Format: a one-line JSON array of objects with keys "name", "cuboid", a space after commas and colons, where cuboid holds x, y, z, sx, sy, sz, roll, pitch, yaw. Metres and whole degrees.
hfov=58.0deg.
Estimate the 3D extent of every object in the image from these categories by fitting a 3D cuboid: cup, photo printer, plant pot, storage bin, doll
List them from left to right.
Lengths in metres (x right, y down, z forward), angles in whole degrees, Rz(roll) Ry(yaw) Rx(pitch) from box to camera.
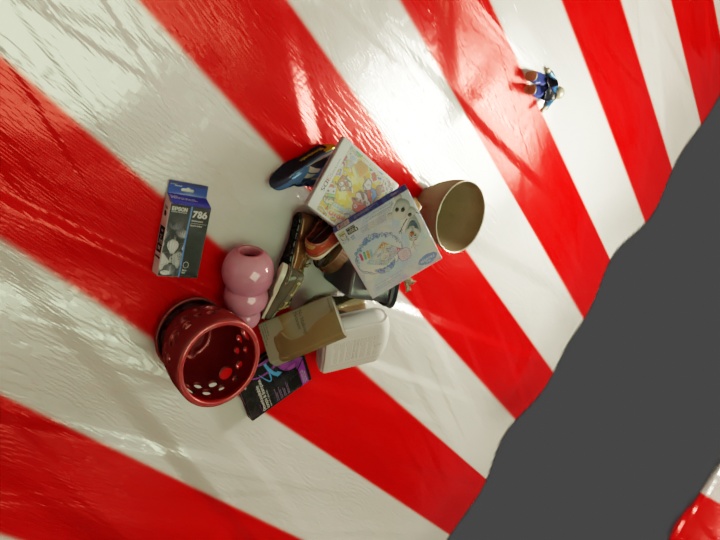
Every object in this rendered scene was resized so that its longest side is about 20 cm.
[{"name": "plant pot", "cuboid": [-0.348, 0.172, 1.440, 0.197, 0.181, 0.206, -16, 116, -35]}, {"name": "photo printer", "cuboid": [-0.016, 0.182, 1.724, 0.195, 0.070, 0.170, -11, 134, -20]}, {"name": "storage bin", "cuboid": [0.000, 0.000, 1.672, 0.131, 0.199, 0.150, 4, 106, -31]}, {"name": "cup", "cuboid": [0.235, -0.168, 1.831, 0.197, 0.142, 0.206, -17, 118, -35]}, {"name": "doll", "cuboid": [0.579, -0.566, 2.032, 0.197, 0.048, 0.141, -5, 101, -46]}]

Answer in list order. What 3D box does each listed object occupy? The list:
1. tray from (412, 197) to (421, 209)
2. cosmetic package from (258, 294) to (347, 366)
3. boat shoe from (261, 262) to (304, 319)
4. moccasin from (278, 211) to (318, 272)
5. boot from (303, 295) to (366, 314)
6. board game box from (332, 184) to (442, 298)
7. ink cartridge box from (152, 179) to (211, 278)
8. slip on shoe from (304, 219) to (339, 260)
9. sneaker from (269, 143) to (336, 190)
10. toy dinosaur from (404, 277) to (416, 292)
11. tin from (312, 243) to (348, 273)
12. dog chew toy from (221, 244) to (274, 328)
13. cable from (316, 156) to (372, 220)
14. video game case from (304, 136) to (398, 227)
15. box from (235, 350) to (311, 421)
[{"name": "tray", "cuboid": [0.057, -0.124, 1.643, 0.037, 0.197, 0.099, 51, 57, -24]}, {"name": "cosmetic package", "cuboid": [-0.141, 0.148, 1.598, 0.195, 0.108, 0.071, -24, 164, 1]}, {"name": "boat shoe", "cuboid": [-0.189, 0.060, 1.548, 0.059, 0.074, 0.203, 17, 139, -13]}, {"name": "moccasin", "cuboid": [-0.152, -0.040, 1.605, 0.076, 0.073, 0.207, 15, 88, -34]}, {"name": "boot", "cuboid": [-0.071, 0.150, 1.746, 0.195, 0.072, 0.171, -11, 121, -28]}, {"name": "board game box", "cuboid": [0.065, -0.065, 1.528, 0.196, 0.044, 0.202, -29, 116, 5]}, {"name": "ink cartridge box", "cuboid": [-0.384, -0.087, 1.405, 0.098, 0.039, 0.206, 4, 104, -40]}, {"name": "slip on shoe", "cuboid": [-0.059, -0.112, 1.565, 0.200, 0.074, 0.062, -45, 150, -15]}, {"name": "sneaker", "cuboid": [-0.127, -0.229, 1.546, 0.197, 0.073, 0.084, -32, 127, -26]}, {"name": "toy dinosaur", "cuboid": [0.080, -0.004, 1.738, 0.084, 0.138, 0.201, -16, 157, -17]}, {"name": "tin", "cuboid": [-0.045, -0.083, 1.642, 0.042, 0.111, 0.202, 38, 82, -30]}, {"name": "dog chew toy", "cuboid": [-0.265, 0.048, 1.509, 0.122, 0.124, 0.205, -10, 121, -37]}, {"name": "cable", "cuboid": [-0.038, -0.219, 1.599, 0.199, 0.051, 0.165, -39, 155, -23]}, {"name": "video game case", "cuboid": [-0.017, -0.180, 1.534, 0.198, 0.023, 0.185, 35, 79, -34]}, {"name": "box", "cuboid": [-0.227, 0.276, 1.685, 0.198, 0.036, 0.146, -32, 125, -26]}]
